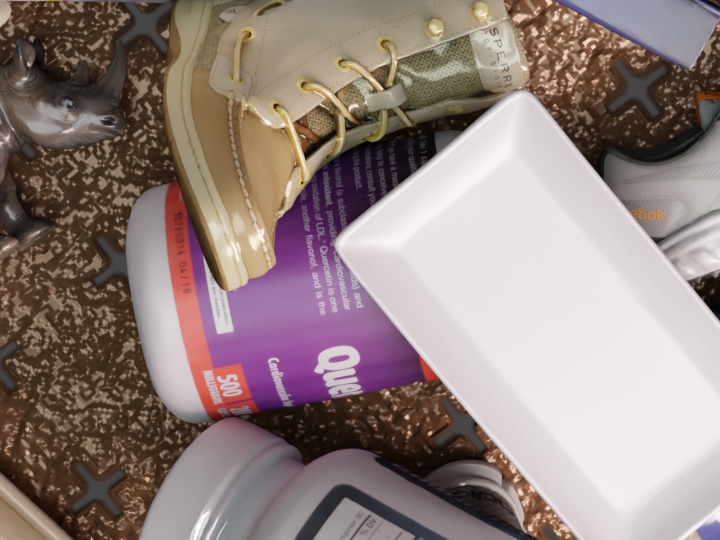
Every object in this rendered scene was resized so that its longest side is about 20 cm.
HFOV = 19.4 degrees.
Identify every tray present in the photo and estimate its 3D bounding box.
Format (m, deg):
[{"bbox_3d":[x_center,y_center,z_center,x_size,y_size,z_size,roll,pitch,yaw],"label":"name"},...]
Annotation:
[{"bbox_3d":[0.090,0.029,0.900,0.107,0.022,0.200,-39,100,6],"label":"tray"}]

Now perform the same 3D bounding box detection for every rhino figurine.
[{"bbox_3d":[-0.188,-0.043,0.986,0.200,0.060,0.087,-40,89,7],"label":"rhino figurine"}]

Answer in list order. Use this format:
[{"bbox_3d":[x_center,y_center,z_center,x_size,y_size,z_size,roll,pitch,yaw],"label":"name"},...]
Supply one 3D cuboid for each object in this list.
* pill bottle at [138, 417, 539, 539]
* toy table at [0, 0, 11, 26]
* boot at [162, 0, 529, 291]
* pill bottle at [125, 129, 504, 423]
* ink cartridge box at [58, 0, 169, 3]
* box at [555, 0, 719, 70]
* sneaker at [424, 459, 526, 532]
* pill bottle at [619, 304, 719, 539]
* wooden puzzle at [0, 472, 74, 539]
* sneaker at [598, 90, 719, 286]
[{"bbox_3d":[0.008,0.148,0.922,0.200,0.120,0.120,27,104,21],"label":"pill bottle"},{"bbox_3d":[-0.253,-0.147,0.913,0.200,0.184,0.117,43,117,-13],"label":"toy table"},{"bbox_3d":[-0.003,-0.072,0.907,0.155,0.200,0.073,-10,121,2],"label":"boot"},{"bbox_3d":[0.000,0.000,0.963,0.200,0.112,0.113,-11,103,5],"label":"pill bottle"},{"bbox_3d":[-0.107,-0.163,0.865,0.115,0.200,0.068,-24,84,29],"label":"ink cartridge box"},{"bbox_3d":[0.087,-0.138,0.922,0.200,0.121,0.032,27,102,-4],"label":"box"},{"bbox_3d":[0.062,0.197,1.021,0.074,0.087,0.200,-8,103,4],"label":"sneaker"},{"bbox_3d":[0.207,0.055,0.969,0.200,0.111,0.111,-31,101,9],"label":"pill bottle"},{"bbox_3d":[-0.215,0.187,1.058,0.185,0.037,0.200,44,106,-9],"label":"wooden puzzle"},{"bbox_3d":[0.203,-0.060,0.964,0.200,0.074,0.079,-24,97,7],"label":"sneaker"}]
